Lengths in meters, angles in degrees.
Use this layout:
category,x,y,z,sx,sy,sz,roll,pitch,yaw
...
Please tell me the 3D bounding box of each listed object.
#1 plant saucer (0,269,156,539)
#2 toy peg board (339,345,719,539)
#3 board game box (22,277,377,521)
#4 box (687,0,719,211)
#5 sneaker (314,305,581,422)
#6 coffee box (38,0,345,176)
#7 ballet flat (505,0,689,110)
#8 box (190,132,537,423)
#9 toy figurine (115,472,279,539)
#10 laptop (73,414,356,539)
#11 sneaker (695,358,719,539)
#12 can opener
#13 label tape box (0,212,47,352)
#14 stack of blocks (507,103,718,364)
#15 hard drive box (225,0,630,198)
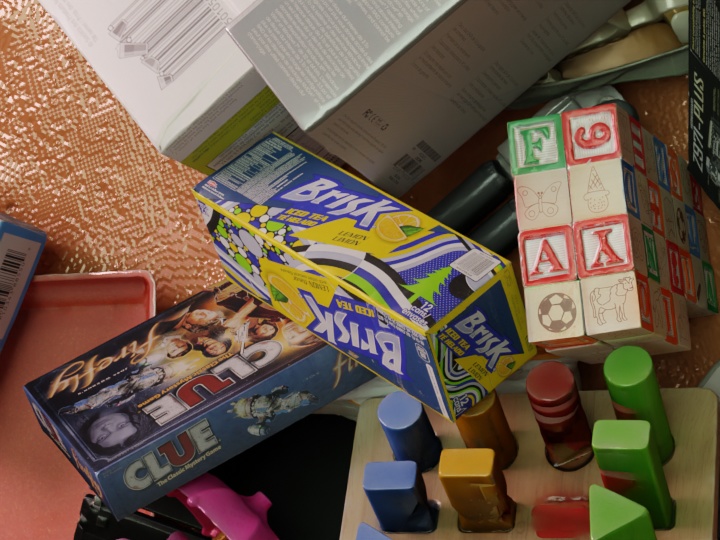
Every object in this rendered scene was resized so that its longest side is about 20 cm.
category,x,y,z,sx,sy,sz,roll,pitch,yaw
plant saucer,-0.212,0.104,1.423,0.200,0.037,0.200,-3,84,20
toy peg board,0.076,0.129,1.158,0.199,0.098,0.200,-2,53,15
board game box,-0.077,0.054,1.276,0.200,0.035,0.135,-29,28,-15
box,0.235,-0.107,1.160,0.086,0.164,0.200,-12,122,-10
sneaker,0.033,0.079,1.307,0.200,0.076,0.092,-2,117,18
coffee box,-0.060,-0.183,1.312,0.200,0.198,0.200,-42,71,10
ballet flat,0.154,-0.138,1.264,0.200,0.064,0.067,-18,79,6
box,0.000,0.000,1.207,0.064,0.070,0.200,-38,43,-21
toy figurine,-0.115,0.199,1.238,0.150,0.200,0.184,27,109,41
laptop,-0.073,0.162,1.353,0.177,0.103,0.200,19,116,6
sneaker,0.204,0.159,1.221,0.146,0.077,0.202,35,79,19
can opener,0.077,-0.040,1.320,0.200,0.066,0.053,-42,73,16
label tape box,-0.314,0.005,1.419,0.200,0.066,0.143,22,92,20
stack of blocks,0.140,-0.011,1.215,0.059,0.200,0.115,-9,80,19
hard drive box,0.051,-0.143,1.178,0.200,0.156,0.077,-39,70,7
